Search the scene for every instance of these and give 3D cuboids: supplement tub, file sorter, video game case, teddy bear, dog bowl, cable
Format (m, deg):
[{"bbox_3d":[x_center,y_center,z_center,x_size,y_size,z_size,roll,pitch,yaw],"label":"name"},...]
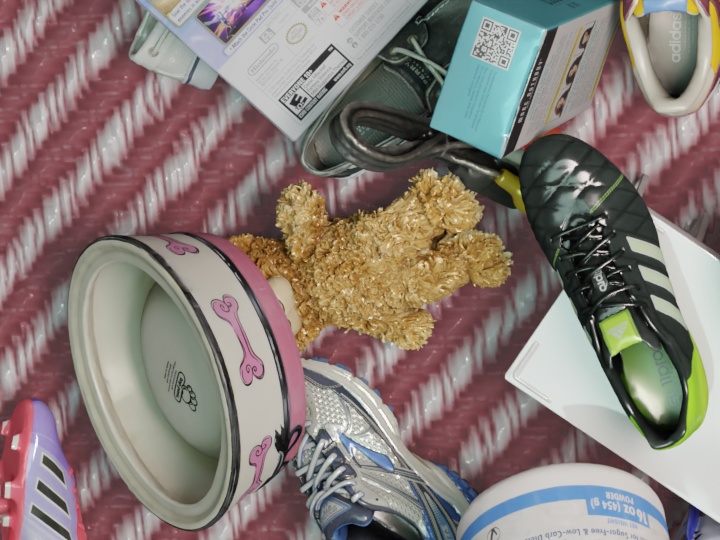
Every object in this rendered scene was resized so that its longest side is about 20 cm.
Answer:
[{"bbox_3d":[0.129,0.228,1.562,0.131,0.201,0.132,-4,142,-3],"label":"supplement tub"},{"bbox_3d":[0.219,0.052,1.662,0.200,0.125,0.139,34,109,2],"label":"file sorter"},{"bbox_3d":[-0.039,-0.211,1.632,0.200,0.045,0.181,-46,120,5],"label":"video game case"},{"bbox_3d":[0.000,0.000,1.717,0.199,0.067,0.145,-6,139,9],"label":"teddy bear"},{"bbox_3d":[-0.110,0.064,1.725,0.200,0.074,0.201,31,130,45],"label":"dog bowl"},{"bbox_3d":[0.068,-0.083,1.644,0.200,0.097,0.050,22,140,-37],"label":"cable"}]

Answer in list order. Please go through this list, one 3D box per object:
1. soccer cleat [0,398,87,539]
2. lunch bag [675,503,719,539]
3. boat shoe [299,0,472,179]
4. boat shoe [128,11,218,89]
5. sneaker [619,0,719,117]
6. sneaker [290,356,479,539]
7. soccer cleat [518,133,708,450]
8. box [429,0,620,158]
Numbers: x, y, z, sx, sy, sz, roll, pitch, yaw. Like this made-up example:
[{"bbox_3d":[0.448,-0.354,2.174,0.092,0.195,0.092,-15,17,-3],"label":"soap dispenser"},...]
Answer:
[{"bbox_3d":[-0.218,0.186,1.844,0.076,0.067,0.201,0,101,-19],"label":"soccer cleat"},{"bbox_3d":[0.230,0.246,1.673,0.123,0.200,0.171,13,108,9],"label":"lunch bag"},{"bbox_3d":[0.040,-0.124,1.685,0.072,0.071,0.200,43,110,-1],"label":"boat shoe"},{"bbox_3d":[-0.107,-0.219,1.688,0.086,0.075,0.203,15,116,-14],"label":"boat shoe"},{"bbox_3d":[0.193,-0.194,1.620,0.075,0.090,0.201,-6,104,15],"label":"sneaker"},{"bbox_3d":[-0.006,0.136,1.748,0.200,0.085,0.077,39,136,2],"label":"sneaker"},{"bbox_3d":[0.152,0.012,1.558,0.067,0.081,0.201,-25,98,16],"label":"soccer cleat"},{"bbox_3d":[0.105,-0.129,1.598,0.049,0.200,0.083,24,108,14],"label":"box"}]
